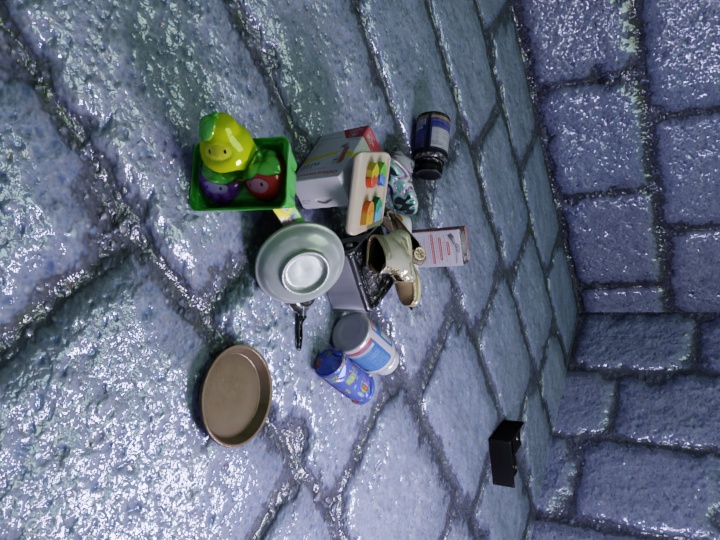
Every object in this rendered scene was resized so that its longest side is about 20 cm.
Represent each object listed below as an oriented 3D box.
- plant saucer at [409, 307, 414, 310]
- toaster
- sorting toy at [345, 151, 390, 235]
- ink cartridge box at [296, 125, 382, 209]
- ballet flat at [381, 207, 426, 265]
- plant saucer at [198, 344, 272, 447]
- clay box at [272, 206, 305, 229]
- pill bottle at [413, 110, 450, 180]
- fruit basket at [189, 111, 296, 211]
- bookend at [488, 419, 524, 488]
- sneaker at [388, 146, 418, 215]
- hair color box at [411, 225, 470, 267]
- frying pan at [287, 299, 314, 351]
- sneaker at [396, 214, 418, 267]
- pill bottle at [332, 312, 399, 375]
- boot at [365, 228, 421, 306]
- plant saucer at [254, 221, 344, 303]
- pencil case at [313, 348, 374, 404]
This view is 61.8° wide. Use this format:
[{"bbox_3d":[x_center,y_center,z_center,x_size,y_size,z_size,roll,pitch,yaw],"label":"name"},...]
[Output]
[{"bbox_3d":[0.118,0.014,1.682,0.200,0.037,0.201,156,-90,-86],"label":"plant saucer"},{"bbox_3d":[0.000,0.000,1.528,0.181,0.118,0.201,-48,127,-48],"label":"toaster"},{"bbox_3d":[0.026,-0.182,1.401,0.200,0.036,0.186,-25,125,-66],"label":"sorting toy"},{"bbox_3d":[-0.056,-0.245,1.429,0.084,0.145,0.200,61,40,-36],"label":"ink cartridge box"},{"bbox_3d":[0.119,-0.102,1.703,0.067,0.046,0.200,-30,79,-38],"label":"ballet flat"},{"bbox_3d":[-0.249,0.247,1.193,0.200,0.029,0.201,5,85,-58],"label":"plant saucer"},{"bbox_3d":[-0.160,-0.127,1.287,0.047,0.115,0.200,-33,129,-4],"label":"clay box"},{"bbox_3d":[0.227,-0.398,1.930,0.112,0.111,0.201,28,65,-54],"label":"pill bottle"},{"bbox_3d":[-0.227,-0.188,1.095,0.215,0.215,0.156,13,77,-57],"label":"fruit basket"},{"bbox_3d":[0.614,0.754,2.491,0.198,0.092,0.201,-20,105,-57],"label":"bookend"},{"bbox_3d":[0.138,-0.278,1.810,0.200,0.077,0.140,63,40,-35],"label":"sneaker"},{"bbox_3d":[0.221,-0.070,1.813,0.064,0.199,0.111,-25,110,-56],"label":"hair color box"},{"bbox_3d":[-0.143,0.076,1.381,0.115,0.031,0.191,40,52,-48],"label":"frying pan"},{"bbox_3d":[0.115,-0.068,1.772,0.085,0.073,0.201,7,71,-55],"label":"sneaker"},{"bbox_3d":[0.021,0.198,1.555,0.200,0.112,0.113,46,50,-47],"label":"pill bottle"},{"bbox_3d":[0.080,0.002,1.479,0.154,0.072,0.201,-15,96,-58],"label":"boot"},{"bbox_3d":[-0.122,-0.004,1.278,0.200,0.200,0.050,57,-1,-39],"label":"plant saucer"},{"bbox_3d":[-0.033,0.262,1.492,0.087,0.078,0.200,-51,137,-8],"label":"pencil case"}]
